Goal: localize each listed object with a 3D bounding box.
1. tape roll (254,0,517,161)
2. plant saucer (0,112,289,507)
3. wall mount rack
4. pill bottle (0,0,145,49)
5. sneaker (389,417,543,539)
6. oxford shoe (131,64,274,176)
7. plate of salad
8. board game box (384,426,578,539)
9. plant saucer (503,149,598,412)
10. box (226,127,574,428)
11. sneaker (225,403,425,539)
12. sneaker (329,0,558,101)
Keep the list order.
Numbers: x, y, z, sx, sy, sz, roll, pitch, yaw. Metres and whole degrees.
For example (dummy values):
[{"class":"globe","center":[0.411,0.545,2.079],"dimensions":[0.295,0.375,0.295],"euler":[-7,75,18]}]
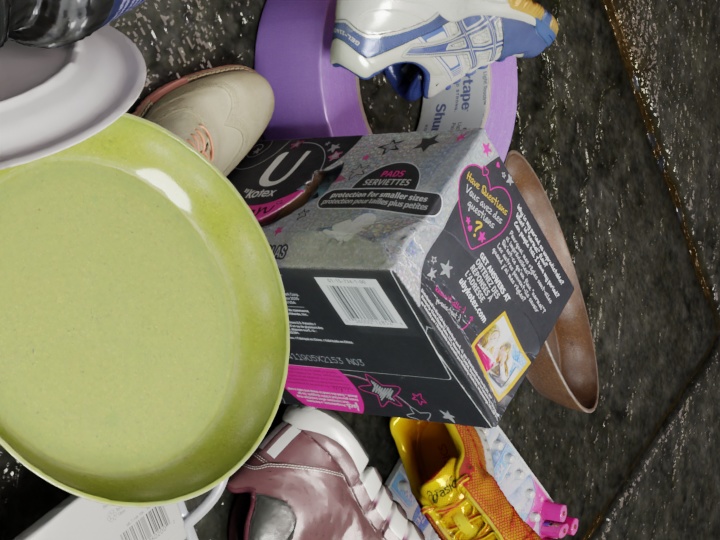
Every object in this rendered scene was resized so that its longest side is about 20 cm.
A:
[{"class":"tape roll","center":[0.022,-0.129,0.913],"dimensions":[0.199,0.065,0.202],"euler":[-2,93,-47]},{"class":"plant saucer","center":[-0.122,0.018,0.664],"dimensions":[0.199,0.031,0.202],"euler":[19,60,-36]},{"class":"wall mount rack","center":[-0.167,0.117,0.725],"dimensions":[0.200,0.074,0.175],"euler":[-38,121,-39]},{"class":"pill bottle","center":[-0.122,-0.167,0.590],"dimensions":[0.200,0.111,0.112],"euler":[-41,120,-36]},{"class":"sneaker","center":[0.072,0.170,0.886],"dimensions":[0.073,0.200,0.077],"euler":[-45,142,15]},{"class":"oxford shoe","center":[-0.106,-0.057,0.774],"dimensions":[0.200,0.073,0.071],"euler":[-45,122,-35]},{"class":"plate of salad","center":[-0.195,-0.077,0.604],"dimensions":[0.200,0.199,0.048],"euler":[-31,135,-41]},{"class":"board game box","center":[0.079,0.215,1.015],"dimensions":[0.200,0.026,0.201],"euler":[53,56,-33]},{"class":"plant saucer","center":[0.129,0.011,1.001],"dimensions":[0.200,0.034,0.202],"euler":[-17,90,-71]},{"class":"box","center":[0.000,0.000,0.797],"dimensions":[0.115,0.199,0.132],"euler":[-56,128,-31]},{"class":"sneaker","center":[-0.020,0.190,0.872],"dimensions":[0.115,0.076,0.201],"euler":[-39,103,-19]},{"class":"sneaker","center":[0.049,-0.151,0.858],"dimensions":[0.199,0.075,0.089],"euler":[4,112,-50]}]
